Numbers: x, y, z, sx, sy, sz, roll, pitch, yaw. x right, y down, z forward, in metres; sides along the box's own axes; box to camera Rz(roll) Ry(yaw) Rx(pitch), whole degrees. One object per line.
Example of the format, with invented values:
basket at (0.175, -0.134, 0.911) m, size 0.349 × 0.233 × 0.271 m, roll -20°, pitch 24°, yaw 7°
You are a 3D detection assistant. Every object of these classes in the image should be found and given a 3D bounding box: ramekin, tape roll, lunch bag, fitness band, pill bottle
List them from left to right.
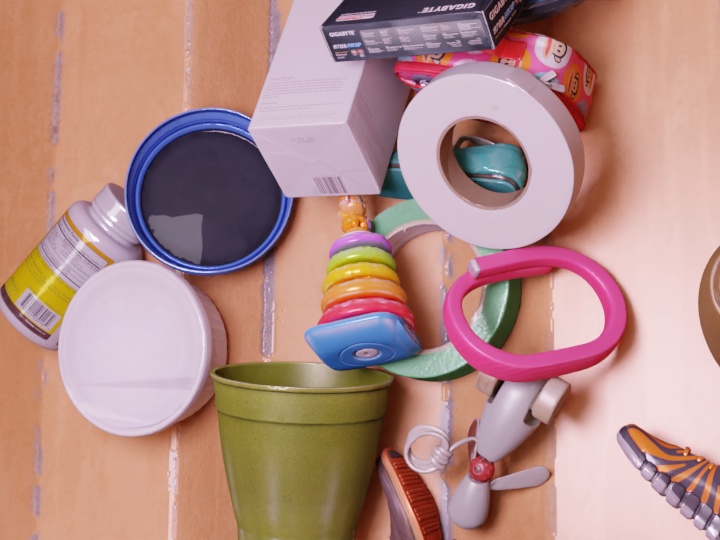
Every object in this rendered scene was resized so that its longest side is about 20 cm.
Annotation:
pill bottle at (-0.340, -0.007, 1.856) m, size 0.200 × 0.109 × 0.109 m, roll -47°, pitch 67°, yaw 10°
ramekin at (-0.248, 0.093, 1.799) m, size 0.201 × 0.094 × 0.204 m, roll -2°, pitch 85°, yaw 21°
tape roll at (0.077, 0.021, 1.698) m, size 0.199 × 0.048 × 0.202 m, roll -5°, pitch 79°, yaw 24°
tape roll at (0.134, -0.118, 1.587) m, size 0.202 × 0.037 × 0.204 m, roll 15°, pitch 125°, yaw 23°
lunch bag at (0.142, -0.214, 1.636) m, size 0.199 × 0.176 × 0.083 m, roll 13°, pitch 82°, yaw 27°
fitness band at (0.182, 0.043, 1.589) m, size 0.199 × 0.038 × 0.144 m, roll -11°, pitch 57°, yaw -23°

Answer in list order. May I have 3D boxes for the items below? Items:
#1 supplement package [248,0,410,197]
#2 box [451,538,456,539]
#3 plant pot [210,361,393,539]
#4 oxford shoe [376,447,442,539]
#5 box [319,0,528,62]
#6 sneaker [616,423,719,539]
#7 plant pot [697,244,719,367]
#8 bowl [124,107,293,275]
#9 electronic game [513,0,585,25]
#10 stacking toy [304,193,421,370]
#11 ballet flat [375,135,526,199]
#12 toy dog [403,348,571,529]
supplement package at (-0.026, -0.196, 1.699) m, size 0.120 × 0.120 × 0.201 m, roll -1°, pitch 53°, yaw 24°
box at (0.176, 0.350, 1.540) m, size 0.198 × 0.104 × 0.149 m, roll 3°, pitch 82°, yaw 6°
plant pot at (-0.066, 0.208, 1.667) m, size 0.199 × 0.200 × 0.195 m, roll 4°, pitch 95°, yaw 25°
oxford shoe at (0.049, 0.291, 1.654) m, size 0.073 × 0.071 × 0.201 m, roll -28°, pitch 72°, yaw 22°
box at (0.079, -0.282, 1.583) m, size 0.199 × 0.046 × 0.159 m, roll 1°, pitch 40°, yaw 35°
sneaker at (0.358, 0.201, 1.534) m, size 0.200 × 0.078 × 0.112 m, roll 42°, pitch 95°, yaw 13°
plant pot at (0.398, 0.027, 1.469) m, size 0.185 × 0.200 × 0.188 m, roll -4°, pitch 80°, yaw 25°
bowl at (-0.176, -0.090, 1.796) m, size 0.199 × 0.039 × 0.202 m, roll 0°, pitch 77°, yaw -1°
electronic game at (0.177, -0.318, 1.651) m, size 0.199 × 0.200 × 0.042 m, roll -2°, pitch 124°, yaw 24°
stacking toy at (0.000, 0.000, 1.667) m, size 0.109 × 0.116 × 0.201 m, roll -13°, pitch 62°, yaw 16°
ballet flat at (0.094, -0.117, 1.712) m, size 0.199 × 0.067 × 0.071 m, roll 4°, pitch 59°, yaw 25°
toy dog at (0.154, 0.171, 1.630) m, size 0.132 × 0.096 × 0.200 m, roll 50°, pitch 115°, yaw 15°
